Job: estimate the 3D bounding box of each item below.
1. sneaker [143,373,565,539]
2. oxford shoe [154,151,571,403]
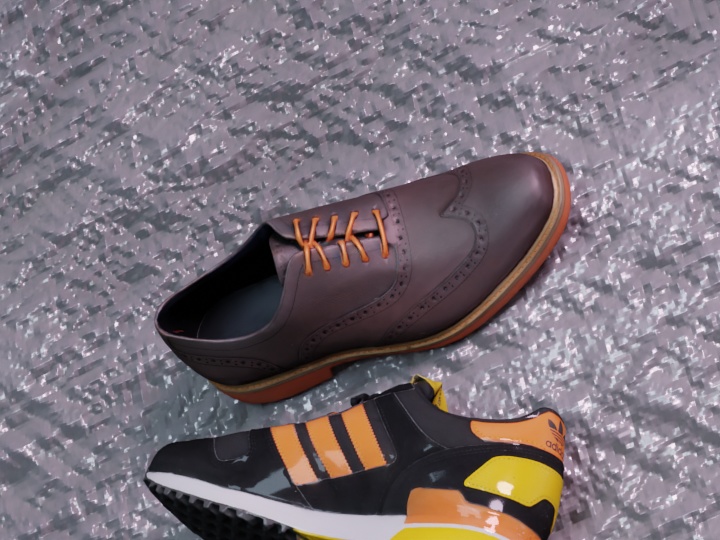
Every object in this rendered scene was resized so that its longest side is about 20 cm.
[{"bbox_3d":[0.001,0.087,1.134,0.199,0.070,0.090,7,62,34],"label":"sneaker"},{"bbox_3d":[0.000,0.000,1.154,0.199,0.072,0.072,-29,59,20],"label":"oxford shoe"}]
